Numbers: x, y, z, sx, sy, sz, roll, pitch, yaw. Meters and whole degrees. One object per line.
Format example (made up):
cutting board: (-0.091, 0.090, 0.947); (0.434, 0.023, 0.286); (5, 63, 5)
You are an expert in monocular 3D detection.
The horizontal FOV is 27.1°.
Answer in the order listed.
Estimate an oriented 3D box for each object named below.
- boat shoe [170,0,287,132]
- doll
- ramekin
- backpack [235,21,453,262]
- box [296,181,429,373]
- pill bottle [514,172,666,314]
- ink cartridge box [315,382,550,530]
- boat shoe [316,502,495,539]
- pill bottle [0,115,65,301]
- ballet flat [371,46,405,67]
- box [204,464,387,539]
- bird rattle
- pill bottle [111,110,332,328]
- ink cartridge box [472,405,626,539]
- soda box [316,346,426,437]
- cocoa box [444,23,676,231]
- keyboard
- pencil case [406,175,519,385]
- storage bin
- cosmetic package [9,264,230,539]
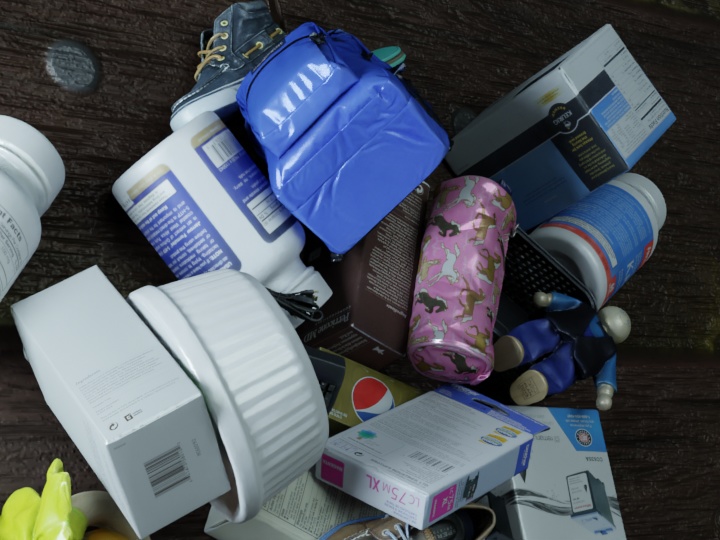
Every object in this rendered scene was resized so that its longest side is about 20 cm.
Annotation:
boat shoe: (-0.137, -0.199, 1.464); (0.091, 0.071, 0.200); (55, 39, -1)
doll: (0.209, 0.079, 1.485); (0.199, 0.048, 0.137); (-21, 73, -50)
ramekin: (-0.104, 0.093, 1.201); (0.094, 0.202, 0.204); (-25, 84, -20)
backpack: (-0.025, -0.143, 1.380); (0.168, 0.162, 0.200); (50, 6, -24)
box: (0.000, 0.000, 1.446); (0.075, 0.100, 0.202); (29, 52, -29)
pill bottle: (0.265, -0.034, 1.670); (0.113, 0.112, 0.200); (55, 46, -3)
ink cartridge box: (0.067, 0.159, 1.317); (0.199, 0.119, 0.042); (-22, 125, -48)
boat shoe: (0.033, 0.232, 1.266); (0.199, 0.072, 0.073); (-19, 82, -42)
pill bottle: (-0.320, -0.027, 1.191); (0.114, 0.114, 0.201); (40, 49, -16)
ballet flat: (-0.020, -0.174, 1.555); (0.199, 0.067, 0.071); (-30, 111, -43)
box: (-0.029, 0.226, 1.323); (0.199, 0.078, 0.096); (34, 51, -21)
bird rattle: (-0.209, 0.245, 1.159); (0.163, 0.112, 0.202); (-13, 79, -59)
pill bottle: (-0.120, -0.031, 1.352); (0.201, 0.119, 0.120); (53, 46, -5)
ink cartridge box: (0.181, 0.243, 1.482); (0.145, 0.086, 0.202); (6, 63, -37)
soda box: (0.022, 0.145, 1.415); (0.199, 0.064, 0.068); (26, 55, -28)
cocoa box: (0.214, -0.146, 1.626); (0.132, 0.200, 0.133); (53, 46, -5)
keyboard: (-0.107, 0.062, 1.299); (0.198, 0.021, 0.128); (17, 100, -12)
pencil case: (0.097, 0.009, 1.411); (0.083, 0.086, 0.202); (61, 35, -52)
storage bin: (0.135, 0.036, 1.544); (0.200, 0.094, 0.136); (39, 49, -16)
cosmetic package: (-0.189, 0.097, 1.159); (0.084, 0.108, 0.200); (-27, 42, -18)
